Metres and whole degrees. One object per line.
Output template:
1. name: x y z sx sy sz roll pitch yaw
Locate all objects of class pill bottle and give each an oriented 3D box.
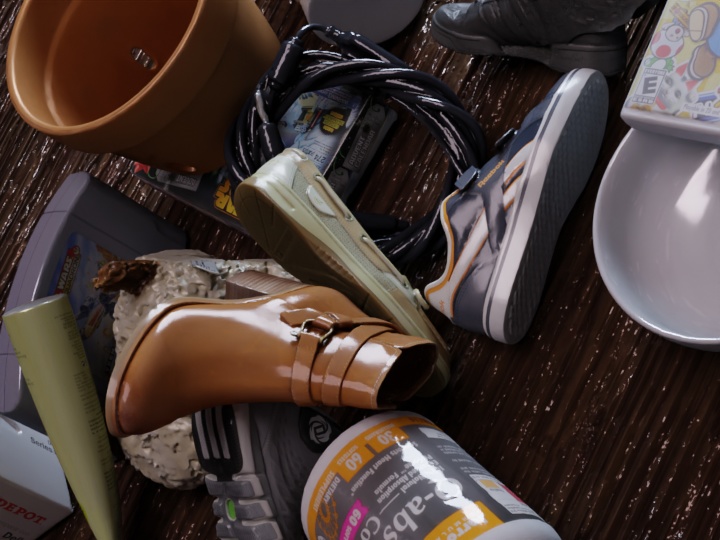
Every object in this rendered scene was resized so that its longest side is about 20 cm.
1. pill bottle: -0.023 -0.278 1.544 0.114 0.114 0.200 -35 49 17
2. pill bottle: 0.059 0.184 1.225 0.117 0.116 0.200 -53 46 2

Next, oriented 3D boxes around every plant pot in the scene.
1. plant pot: -0.151 -0.163 1.487 0.199 0.140 0.201 -19 56 30

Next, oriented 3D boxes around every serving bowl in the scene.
1. serving bowl: 0.249 -0.035 1.232 0.199 0.066 0.201 -18 57 29

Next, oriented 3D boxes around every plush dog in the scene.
1. plush dog: -0.129 0.076 1.429 0.199 0.160 0.173 6 96 41

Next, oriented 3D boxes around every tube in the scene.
1. tube: -0.209 0.119 1.428 0.052 0.058 0.201 -13 98 40

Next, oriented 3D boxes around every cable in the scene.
1. cable: -0.003 -0.079 1.412 0.200 0.051 0.163 36 84 14

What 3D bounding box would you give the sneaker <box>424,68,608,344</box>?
1. sneaker: 0.104 -0.054 1.342 0.079 0.078 0.201 18 79 30

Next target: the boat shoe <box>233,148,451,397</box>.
1. boat shoe: -0.001 0.001 1.361 0.063 0.201 0.073 -41 -7 -34

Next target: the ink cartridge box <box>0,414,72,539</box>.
1. ink cartridge box: -0.349 0.187 1.521 0.200 0.145 0.084 -36 49 17

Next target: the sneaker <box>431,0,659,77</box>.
1. sneaker: 0.134 -0.200 1.386 0.199 0.060 0.105 19 121 37

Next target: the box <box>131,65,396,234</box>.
1. box: -0.080 -0.100 1.531 0.200 0.040 0.137 26 84 43

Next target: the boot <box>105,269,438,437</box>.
1. boot: -0.056 0.065 1.255 0.154 0.074 0.200 20 37 27

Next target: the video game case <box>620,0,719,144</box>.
1. video game case: 0.279 -0.159 1.215 0.200 0.023 0.183 15 77 42

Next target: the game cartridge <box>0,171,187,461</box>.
1. game cartridge: -0.212 0.033 1.507 0.041 0.133 0.201 0 67 38

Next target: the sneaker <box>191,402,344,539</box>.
1. sneaker: -0.043 0.169 1.345 0.075 0.115 0.201 3 104 50
